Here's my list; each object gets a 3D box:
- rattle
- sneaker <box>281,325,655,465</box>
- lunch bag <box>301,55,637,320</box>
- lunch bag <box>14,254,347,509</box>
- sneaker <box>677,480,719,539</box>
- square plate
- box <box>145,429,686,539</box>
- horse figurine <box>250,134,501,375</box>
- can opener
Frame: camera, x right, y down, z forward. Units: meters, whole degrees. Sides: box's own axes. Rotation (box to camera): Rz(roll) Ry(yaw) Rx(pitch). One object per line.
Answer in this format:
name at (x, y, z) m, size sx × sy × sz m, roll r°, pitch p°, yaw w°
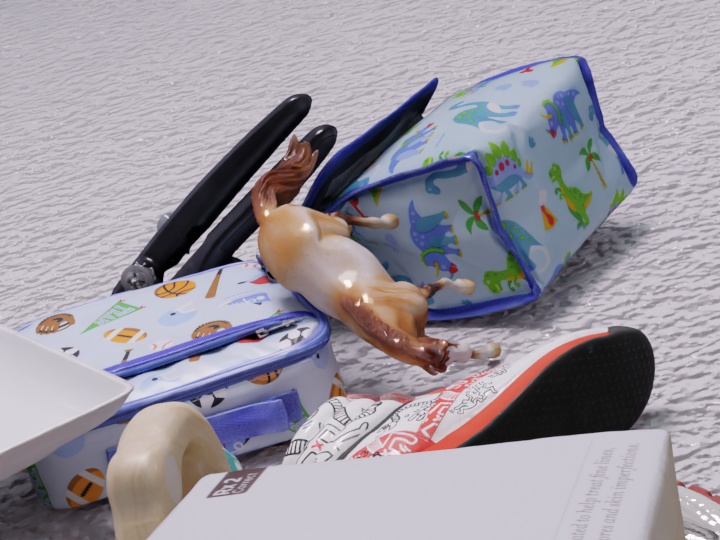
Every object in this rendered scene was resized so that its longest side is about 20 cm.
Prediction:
rattle at (-0.034, 0.109, 0.924) m, size 0.143 × 0.130 × 0.200 m, roll -28°, pitch -9°, yaw 11°
sneaker at (0.052, 0.075, 1.024) m, size 0.201 × 0.067 × 0.108 m, roll -31°, pitch 28°, yaw -34°
lunch bag at (0.050, -0.048, 1.294) m, size 0.200 × 0.128 × 0.170 m, roll -15°, pitch 17°, yaw 39°
lunch bag at (-0.107, 0.062, 1.156) m, size 0.200 × 0.076 × 0.160 m, roll -18°, pitch 22°, yaw -11°
sneaker at (0.090, 0.140, 0.832) m, size 0.200 × 0.078 × 0.082 m, roll -8°, pitch 22°, yaw 43°
square plate at (-0.248, 0.090, 1.056) m, size 0.200 × 0.028 × 0.198 m, roll -28°, pitch 28°, yaw -31°
box at (0.013, 0.155, 0.700) m, size 0.200 × 0.131 × 0.199 m, roll -8°, pitch 13°, yaw 16°
horse figurine at (0.000, 0.000, 1.140) m, size 0.200 × 0.050 × 0.132 m, roll 42°, pitch 24°, yaw 24°
can opener at (-0.088, -0.032, 1.252) m, size 0.200 × 0.063 × 0.079 m, roll -53°, pitch -13°, yaw 23°
